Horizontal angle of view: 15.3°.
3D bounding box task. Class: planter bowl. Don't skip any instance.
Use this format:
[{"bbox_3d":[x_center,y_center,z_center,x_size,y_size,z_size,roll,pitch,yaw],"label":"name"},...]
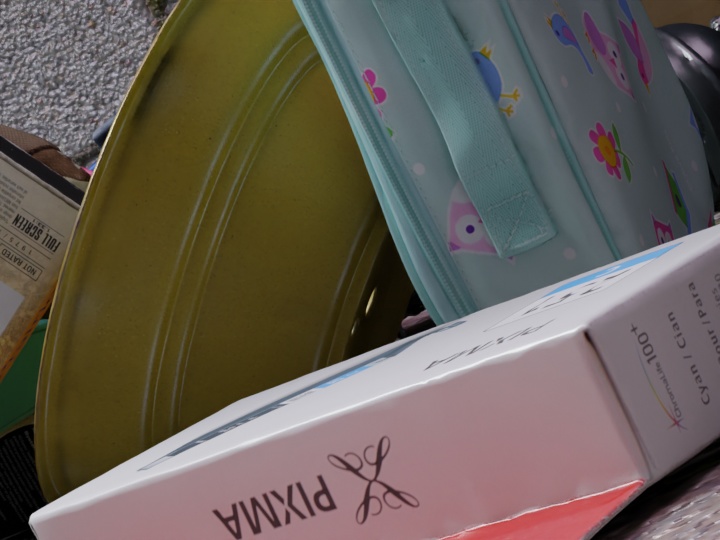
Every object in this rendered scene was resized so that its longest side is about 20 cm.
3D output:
[{"bbox_3d":[-0.029,-0.001,0.892,0.083,0.201,0.200,18,16,10],"label":"planter bowl"}]

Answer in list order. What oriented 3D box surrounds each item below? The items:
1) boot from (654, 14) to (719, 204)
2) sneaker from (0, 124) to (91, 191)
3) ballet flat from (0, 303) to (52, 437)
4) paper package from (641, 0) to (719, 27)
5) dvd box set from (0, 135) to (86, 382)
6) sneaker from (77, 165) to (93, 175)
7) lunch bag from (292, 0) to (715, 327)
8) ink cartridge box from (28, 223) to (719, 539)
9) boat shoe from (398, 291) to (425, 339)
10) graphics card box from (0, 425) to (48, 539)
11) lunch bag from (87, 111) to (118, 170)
[{"bbox_3d":[0.181,-0.093,1.097,0.168,0.077,0.200,-30,-1,-6],"label":"boot"},{"bbox_3d":[-0.159,0.036,1.007,0.075,0.201,0.070,11,-16,11],"label":"sneaker"},{"bbox_3d":[-0.120,0.022,0.961,0.062,0.068,0.200,16,19,33],"label":"ballet flat"},{"bbox_3d":[0.120,-0.142,1.264,0.199,0.191,0.103,-26,7,-2],"label":"paper package"},{"bbox_3d":[-0.193,0.025,0.859,0.200,0.146,0.029,-57,-2,8],"label":"dvd box set"},{"bbox_3d":[-0.109,0.007,1.203,0.199,0.096,0.079,14,2,-43],"label":"sneaker"},{"bbox_3d":[0.038,-0.070,0.848,0.077,0.201,0.160,-24,6,22],"label":"lunch bag"},{"bbox_3d":[-0.009,0.057,0.648,0.200,0.045,0.176,-22,5,41],"label":"ink cartridge box"},{"bbox_3d":[-0.001,-0.001,1.103,0.199,0.075,0.066,5,60,33],"label":"boat shoe"},{"bbox_3d":[-0.151,0.074,1.101,0.199,0.051,0.126,-24,14,25],"label":"graphics card box"},{"bbox_3d":[-0.066,-0.039,1.406,0.199,0.133,0.136,-27,-2,-29],"label":"lunch bag"}]
